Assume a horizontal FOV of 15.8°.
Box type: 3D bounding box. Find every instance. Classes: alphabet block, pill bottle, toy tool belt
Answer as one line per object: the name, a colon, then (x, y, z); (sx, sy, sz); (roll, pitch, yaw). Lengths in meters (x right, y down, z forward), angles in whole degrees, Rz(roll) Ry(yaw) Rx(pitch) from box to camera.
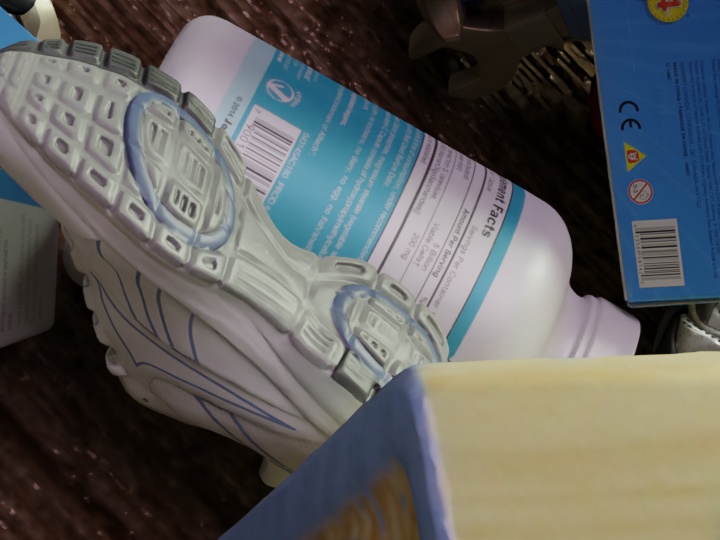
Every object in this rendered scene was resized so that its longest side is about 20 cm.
alphabet block: (0.084, 0.148, 0.838); (0.199, 0.195, 0.198); (-1, 69, -25)
pill bottle: (0.000, 0.000, 0.949); (0.199, 0.111, 0.111); (30, 53, -5)
toy tool belt: (0.063, -0.133, 1.056); (0.122, 0.201, 0.125); (-4, 31, 20)

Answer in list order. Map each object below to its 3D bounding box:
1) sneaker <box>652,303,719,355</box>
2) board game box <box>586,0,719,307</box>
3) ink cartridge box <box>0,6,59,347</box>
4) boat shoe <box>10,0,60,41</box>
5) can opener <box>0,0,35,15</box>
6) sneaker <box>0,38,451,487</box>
sneaker: (0.172, 0.057, 1.023); (0.115, 0.075, 0.201); (-2, 51, -19)
board game box: (0.137, -0.111, 0.993); (0.196, 0.056, 0.201); (-44, 128, -64)
ink cartridge box: (-0.199, -0.011, 0.854); (0.199, 0.116, 0.067); (-20, 46, -32)
boat shoe: (-0.193, -0.145, 0.973); (0.068, 0.075, 0.200); (-27, 75, -40)
can opener: (-0.174, -0.180, 0.934); (0.063, 0.079, 0.201); (-24, 74, 6)
sneaker: (-0.060, 0.008, 0.856); (0.200, 0.087, 0.075); (44, 36, -19)
